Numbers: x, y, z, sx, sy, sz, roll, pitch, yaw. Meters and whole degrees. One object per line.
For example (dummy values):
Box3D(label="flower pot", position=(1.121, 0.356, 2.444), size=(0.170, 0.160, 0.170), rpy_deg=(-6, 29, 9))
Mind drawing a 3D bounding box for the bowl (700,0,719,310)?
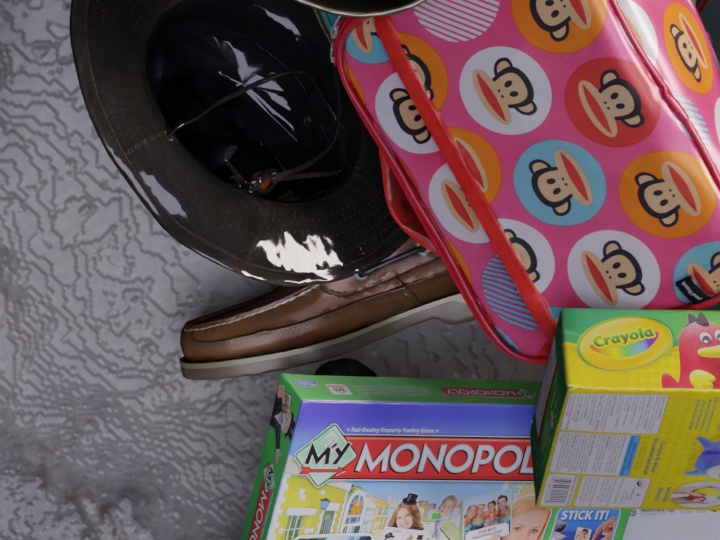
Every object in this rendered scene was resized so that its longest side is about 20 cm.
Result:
Box3D(label="bowl", position=(0.236, -0.056, 1.422), size=(0.199, 0.105, 0.202), rpy_deg=(1, 84, -5))

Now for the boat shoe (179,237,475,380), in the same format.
Box3D(label="boat shoe", position=(0.000, 0.000, 1.478), size=(0.199, 0.072, 0.068), rpy_deg=(-16, 101, -8))

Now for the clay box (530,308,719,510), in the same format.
Box3D(label="clay box", position=(0.184, 0.066, 1.370), size=(0.198, 0.048, 0.115), rpy_deg=(1, 148, -5))

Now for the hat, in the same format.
Box3D(label="hat", position=(-0.063, -0.072, 1.439), size=(0.199, 0.081, 0.202), rpy_deg=(12, 62, -23))

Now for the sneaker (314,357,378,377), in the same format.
Box3D(label="sneaker", position=(0.044, 0.105, 1.497), size=(0.088, 0.074, 0.201), rpy_deg=(-35, 126, -8))

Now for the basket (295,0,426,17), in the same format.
Box3D(label="basket", position=(-0.019, -0.219, 1.346), size=(0.135, 0.200, 0.181), rpy_deg=(-25, 105, 3))

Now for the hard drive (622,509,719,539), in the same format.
Box3D(label="hard drive", position=(0.169, 0.152, 1.510), size=(0.131, 0.025, 0.201), rpy_deg=(-6, 109, 36))

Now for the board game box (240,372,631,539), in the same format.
Box3D(label="board game box", position=(0.039, 0.118, 1.438), size=(0.199, 0.029, 0.135), rpy_deg=(3, 115, -27))

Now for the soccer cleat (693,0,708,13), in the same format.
Box3D(label="soccer cleat", position=(0.146, -0.171, 1.421), size=(0.085, 0.069, 0.201), rpy_deg=(25, 91, -22))

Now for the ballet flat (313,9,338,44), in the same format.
Box3D(label="ballet flat", position=(0.052, -0.092, 1.437), size=(0.200, 0.071, 0.071), rpy_deg=(44, 99, -4))

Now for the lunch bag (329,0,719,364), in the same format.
Box3D(label="lunch bag", position=(0.082, -0.063, 1.360), size=(0.175, 0.082, 0.201), rpy_deg=(-22, 106, 32))
